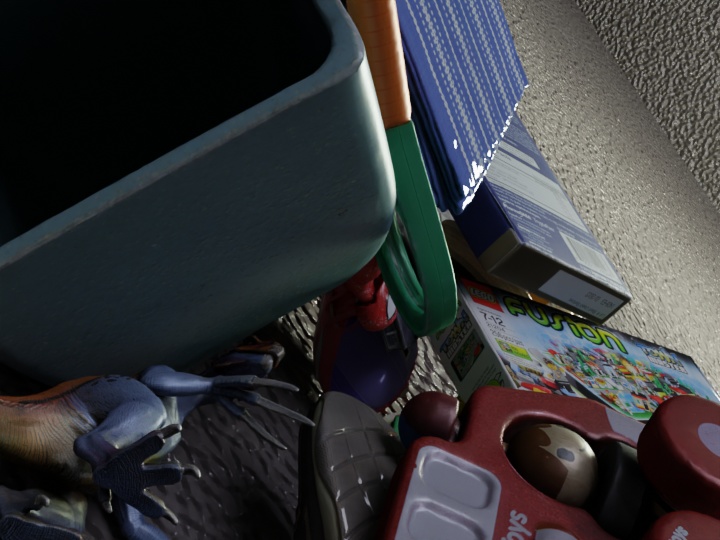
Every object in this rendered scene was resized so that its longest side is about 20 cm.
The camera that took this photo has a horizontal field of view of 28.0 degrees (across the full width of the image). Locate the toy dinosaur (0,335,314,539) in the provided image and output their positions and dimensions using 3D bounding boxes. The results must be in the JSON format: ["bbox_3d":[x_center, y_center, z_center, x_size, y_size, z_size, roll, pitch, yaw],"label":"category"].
[{"bbox_3d":[-0.091,0.053,0.586,0.199,0.105,0.182,40,12,-14],"label":"toy dinosaur"}]

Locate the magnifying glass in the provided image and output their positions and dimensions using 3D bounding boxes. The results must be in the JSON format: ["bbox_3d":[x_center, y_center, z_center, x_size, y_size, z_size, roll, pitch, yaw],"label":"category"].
[{"bbox_3d":[0.014,-0.053,0.646,0.080,0.022,0.202,-122,-162,-47],"label":"magnifying glass"}]

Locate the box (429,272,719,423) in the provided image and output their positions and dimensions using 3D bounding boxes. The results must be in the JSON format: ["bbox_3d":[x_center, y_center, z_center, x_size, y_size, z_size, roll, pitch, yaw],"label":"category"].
[{"bbox_3d":[0.134,0.071,0.813,0.198,0.035,0.111,18,28,-32],"label":"box"}]

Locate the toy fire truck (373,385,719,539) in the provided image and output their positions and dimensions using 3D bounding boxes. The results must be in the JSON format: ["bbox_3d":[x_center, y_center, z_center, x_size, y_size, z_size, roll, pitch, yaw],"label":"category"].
[{"bbox_3d":[0.089,0.117,0.642,0.166,0.113,0.201,25,33,-3],"label":"toy fire truck"}]

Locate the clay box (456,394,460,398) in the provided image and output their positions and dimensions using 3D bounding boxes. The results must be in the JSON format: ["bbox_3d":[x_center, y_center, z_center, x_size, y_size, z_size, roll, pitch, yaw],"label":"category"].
[{"bbox_3d":[0.087,0.149,0.885,0.115,0.047,0.200,49,20,-10],"label":"clay box"}]

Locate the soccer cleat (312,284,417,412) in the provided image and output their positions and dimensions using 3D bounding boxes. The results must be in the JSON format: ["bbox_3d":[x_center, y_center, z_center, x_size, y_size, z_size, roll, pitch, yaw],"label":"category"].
[{"bbox_3d":[0.000,0.000,0.878,0.201,0.066,0.077,-82,157,-47],"label":"soccer cleat"}]

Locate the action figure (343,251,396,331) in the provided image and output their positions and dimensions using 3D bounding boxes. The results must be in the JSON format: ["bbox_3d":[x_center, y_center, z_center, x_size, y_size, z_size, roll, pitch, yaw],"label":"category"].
[{"bbox_3d":[-0.004,-0.065,0.738,0.065,0.051,0.203,26,-55,60],"label":"action figure"}]

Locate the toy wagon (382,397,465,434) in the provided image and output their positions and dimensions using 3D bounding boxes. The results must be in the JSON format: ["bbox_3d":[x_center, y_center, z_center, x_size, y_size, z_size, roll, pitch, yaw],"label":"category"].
[{"bbox_3d":[0.059,0.149,0.724,0.153,0.040,0.201,19,39,-4],"label":"toy wagon"}]

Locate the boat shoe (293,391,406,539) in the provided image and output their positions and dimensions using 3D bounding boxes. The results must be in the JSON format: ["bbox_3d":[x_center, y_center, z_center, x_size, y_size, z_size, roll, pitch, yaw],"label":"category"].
[{"bbox_3d":[-0.009,0.143,0.643,0.074,0.073,0.202,33,31,-34],"label":"boat shoe"}]

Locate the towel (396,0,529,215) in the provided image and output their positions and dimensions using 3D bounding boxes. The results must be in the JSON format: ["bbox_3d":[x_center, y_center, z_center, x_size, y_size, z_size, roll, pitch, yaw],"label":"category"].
[{"bbox_3d":[0.040,-0.126,0.741,0.146,0.024,0.200,68,23,-17],"label":"towel"}]

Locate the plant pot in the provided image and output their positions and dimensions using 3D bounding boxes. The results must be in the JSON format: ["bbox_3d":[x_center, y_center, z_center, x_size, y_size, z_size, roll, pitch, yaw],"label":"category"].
[{"bbox_3d":[-0.094,-0.058,0.649,0.198,0.194,0.200,62,0,31],"label":"plant pot"}]

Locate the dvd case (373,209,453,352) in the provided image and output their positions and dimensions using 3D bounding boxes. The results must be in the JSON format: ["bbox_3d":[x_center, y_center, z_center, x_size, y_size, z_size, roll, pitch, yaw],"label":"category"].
[{"bbox_3d":[0.027,-0.043,0.872,0.200,0.016,0.151,-28,102,-72],"label":"dvd case"}]

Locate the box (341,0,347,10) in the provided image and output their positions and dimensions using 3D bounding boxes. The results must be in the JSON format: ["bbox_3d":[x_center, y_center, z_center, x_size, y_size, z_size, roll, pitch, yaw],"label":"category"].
[{"bbox_3d":[-0.063,-0.182,0.755,0.199,0.075,0.050,31,25,-21],"label":"box"}]

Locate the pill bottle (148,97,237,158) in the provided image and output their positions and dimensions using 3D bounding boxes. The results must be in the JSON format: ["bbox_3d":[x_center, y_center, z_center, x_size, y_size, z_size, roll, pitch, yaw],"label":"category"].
[{"bbox_3d":[-0.117,-0.111,0.799,0.200,0.112,0.113,43,20,-18],"label":"pill bottle"}]

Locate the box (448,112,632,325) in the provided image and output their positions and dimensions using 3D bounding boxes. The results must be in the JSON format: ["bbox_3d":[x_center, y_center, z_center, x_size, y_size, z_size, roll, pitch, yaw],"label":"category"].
[{"bbox_3d":[0.077,-0.063,0.860,0.120,0.032,0.201,23,34,-46],"label":"box"}]

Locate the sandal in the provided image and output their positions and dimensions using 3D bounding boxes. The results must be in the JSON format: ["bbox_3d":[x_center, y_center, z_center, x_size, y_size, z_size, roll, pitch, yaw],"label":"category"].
[{"bbox_3d":[0.113,0.019,0.900,0.077,0.070,0.212,31,-13,40],"label":"sandal"}]
